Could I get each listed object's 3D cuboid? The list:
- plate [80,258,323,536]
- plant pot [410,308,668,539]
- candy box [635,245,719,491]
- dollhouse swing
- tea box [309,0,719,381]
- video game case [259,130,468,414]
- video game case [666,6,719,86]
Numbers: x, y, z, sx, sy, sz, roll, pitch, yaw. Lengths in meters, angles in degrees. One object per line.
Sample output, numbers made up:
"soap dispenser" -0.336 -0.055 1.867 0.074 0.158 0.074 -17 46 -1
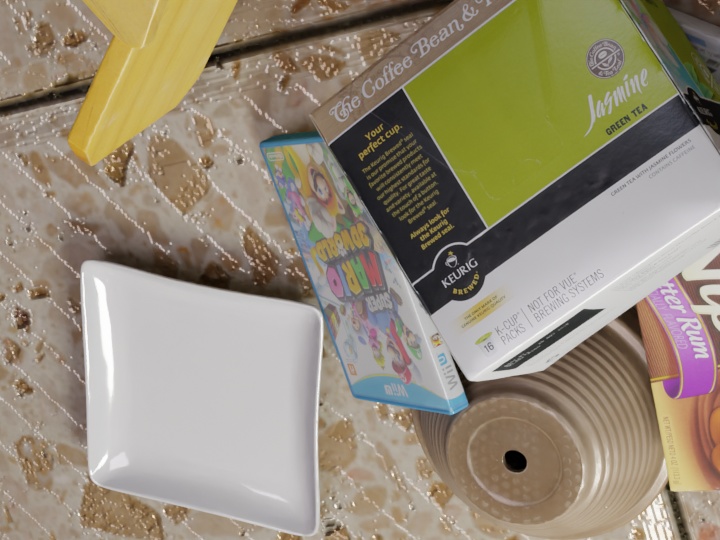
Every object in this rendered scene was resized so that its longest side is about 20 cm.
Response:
"plate" -0.117 0.093 1.418 0.198 0.032 0.201 11 117 18
"plant pot" 0.119 0.110 1.292 0.200 0.093 0.202 9 115 20
"candy box" 0.245 0.042 1.203 0.116 0.056 0.201 -3 113 26
"dollhouse swing" -0.159 -0.204 1.201 0.182 0.200 0.176 47 123 -3
"tea box" 0.114 -0.069 1.123 0.200 0.133 0.197 -35 77 21
"video game case" 0.000 0.000 1.282 0.143 0.018 0.201 2 115 61
"video game case" 0.219 -0.067 1.209 0.199 0.022 0.183 23 120 11
